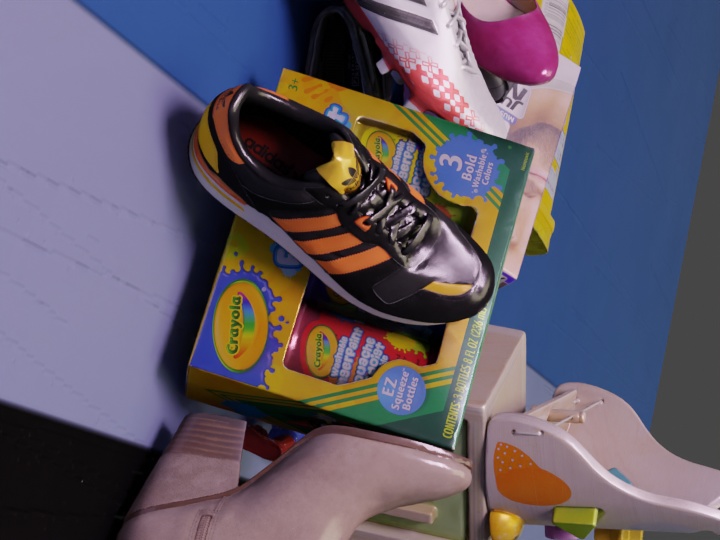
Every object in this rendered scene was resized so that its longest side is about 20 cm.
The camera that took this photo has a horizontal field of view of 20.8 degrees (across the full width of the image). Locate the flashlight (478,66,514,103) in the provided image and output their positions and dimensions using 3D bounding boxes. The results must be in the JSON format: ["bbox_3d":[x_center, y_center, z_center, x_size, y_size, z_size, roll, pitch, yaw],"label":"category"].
[{"bbox_3d":[0.054,-0.097,1.406,0.200,0.068,0.068,-51,-177,-28],"label":"flashlight"}]

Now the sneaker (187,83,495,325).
[{"bbox_3d":[-0.006,-0.036,1.109,0.070,0.199,0.090,-59,-176,-18],"label":"sneaker"}]

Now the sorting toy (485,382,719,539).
[{"bbox_3d":[0.199,0.159,1.451,0.200,0.178,0.108,-10,109,-69],"label":"sorting toy"}]

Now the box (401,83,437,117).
[{"bbox_3d":[0.039,-0.217,1.314,0.137,0.039,0.202,-86,170,-68],"label":"box"}]

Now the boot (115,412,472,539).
[{"bbox_3d":[-0.042,0.163,1.125,0.070,0.198,0.148,83,15,-63],"label":"boot"}]

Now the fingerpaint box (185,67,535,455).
[{"bbox_3d":[0.000,0.000,1.192,0.073,0.165,0.202,110,-2,-70],"label":"fingerpaint box"}]

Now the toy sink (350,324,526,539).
[{"bbox_3d":[0.049,0.146,1.482,0.112,0.129,0.202,-55,150,-51],"label":"toy sink"}]

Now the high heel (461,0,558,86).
[{"bbox_3d":[0.094,-0.220,1.406,0.201,0.067,0.097,-111,-164,-44],"label":"high heel"}]

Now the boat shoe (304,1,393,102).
[{"bbox_3d":[-0.015,-0.080,1.299,0.071,0.071,0.202,-11,99,-62],"label":"boat shoe"}]

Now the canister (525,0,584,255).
[{"bbox_3d":[0.129,-0.130,1.654,0.149,0.086,0.202,43,57,-68],"label":"canister"}]

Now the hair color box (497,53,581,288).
[{"bbox_3d":[0.089,-0.093,1.500,0.065,0.109,0.202,-29,-143,58],"label":"hair color box"}]

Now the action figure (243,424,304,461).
[{"bbox_3d":[-0.041,0.095,1.303,0.066,0.051,0.200,-58,169,0],"label":"action figure"}]

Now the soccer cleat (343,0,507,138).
[{"bbox_3d":[0.038,-0.165,1.224,0.200,0.085,0.069,50,18,-8],"label":"soccer cleat"}]
